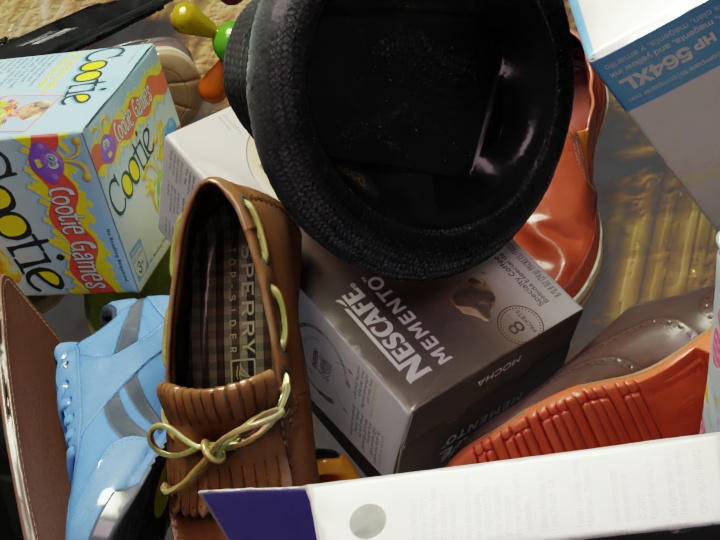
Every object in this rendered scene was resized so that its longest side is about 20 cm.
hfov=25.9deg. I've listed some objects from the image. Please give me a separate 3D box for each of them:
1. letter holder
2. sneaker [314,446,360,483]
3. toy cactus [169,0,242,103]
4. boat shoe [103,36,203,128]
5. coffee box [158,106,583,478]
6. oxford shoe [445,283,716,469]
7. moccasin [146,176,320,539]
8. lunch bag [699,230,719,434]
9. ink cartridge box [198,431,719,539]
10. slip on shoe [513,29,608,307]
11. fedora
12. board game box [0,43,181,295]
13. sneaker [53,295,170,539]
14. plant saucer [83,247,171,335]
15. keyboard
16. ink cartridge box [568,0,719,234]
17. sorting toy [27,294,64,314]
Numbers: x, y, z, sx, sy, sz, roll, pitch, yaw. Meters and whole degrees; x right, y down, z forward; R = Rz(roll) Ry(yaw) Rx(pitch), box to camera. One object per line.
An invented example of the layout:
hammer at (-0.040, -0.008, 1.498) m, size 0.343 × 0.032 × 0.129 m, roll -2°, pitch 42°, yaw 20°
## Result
letter holder at (-0.179, 0.121, 0.764) m, size 0.100 × 0.142 × 0.200 m, roll -23°, pitch 48°, yaw 2°
sneaker at (-0.050, 0.160, 0.719) m, size 0.077 × 0.078 × 0.200 m, roll -15°, pitch 46°, yaw 28°
toy cactus at (-0.014, -0.147, 0.960) m, size 0.200 × 0.102 × 0.165 m, roll 27°, pitch 34°, yaw 28°
boat shoe at (-0.191, -0.089, 1.000) m, size 0.200 × 0.072 × 0.065 m, roll -28°, pitch 26°, yaw 8°
coffee box at (0.000, 0.000, 0.791) m, size 0.113 × 0.080 × 0.200 m, roll -27°, pitch 61°, yaw -28°
oxford shoe at (0.128, 0.062, 0.761) m, size 0.200 × 0.071 × 0.073 m, roll -23°, pitch 26°, yaw -4°
moccasin at (-0.056, 0.059, 0.684) m, size 0.073 × 0.078 × 0.202 m, roll -1°, pitch 76°, yaw 21°
lunch bag at (0.216, 0.091, 0.613) m, size 0.127 × 0.170 × 0.200 m, roll -17°, pitch 48°, yaw -10°
ink cartridge box at (0.058, 0.146, 0.618) m, size 0.199 × 0.198 × 0.043 m, roll -8°, pitch 47°, yaw 16°
slip on shoe at (0.099, -0.053, 0.861) m, size 0.074 × 0.061 × 0.200 m, roll 1°, pitch 53°, yaw 19°
fedora at (0.008, -0.090, 0.733) m, size 0.091 × 0.201 × 0.201 m, roll 13°, pitch 56°, yaw 46°
board game box at (-0.210, -0.053, 0.892) m, size 0.199 × 0.103 × 0.105 m, roll -2°, pitch 33°, yaw 20°
sneaker at (-0.120, 0.079, 0.755) m, size 0.078 × 0.066 × 0.200 m, roll 11°, pitch 33°, yaw 2°
plant saucer at (-0.060, -0.004, 0.900) m, size 0.199 × 0.031 × 0.200 m, roll -11°, pitch 50°, yaw 13°
keyboard at (-0.208, -0.136, 1.030) m, size 0.104 × 0.040 × 0.200 m, roll -2°, pitch 22°, yaw 32°
ink cartridge box at (0.200, -0.114, 0.796) m, size 0.125 × 0.200 × 0.129 m, roll -27°, pitch 44°, yaw 20°
sorting toy at (-0.294, 0.040, 0.910) m, size 0.185 × 0.037 × 0.200 m, roll 12°, pitch 37°, yaw 40°
